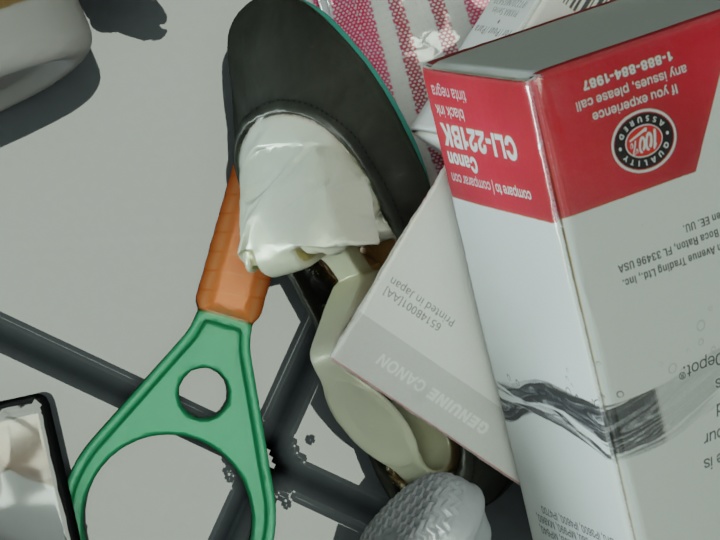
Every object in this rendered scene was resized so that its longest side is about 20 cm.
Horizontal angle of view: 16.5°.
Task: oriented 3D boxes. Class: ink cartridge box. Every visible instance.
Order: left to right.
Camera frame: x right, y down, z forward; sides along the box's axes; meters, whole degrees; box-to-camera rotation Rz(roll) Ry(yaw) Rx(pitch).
[{"bbox_3d":[0.100,0.002,0.883,0.199,0.045,0.177,35,84,-23],"label":"ink cartridge box"},{"bbox_3d":[0.119,0.010,0.822,0.143,0.084,0.201,-19,104,-21],"label":"ink cartridge box"}]

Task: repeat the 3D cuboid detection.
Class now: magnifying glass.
[{"bbox_3d":[-0.056,0.037,0.916,0.079,0.022,0.202,16,89,-3],"label":"magnifying glass"}]

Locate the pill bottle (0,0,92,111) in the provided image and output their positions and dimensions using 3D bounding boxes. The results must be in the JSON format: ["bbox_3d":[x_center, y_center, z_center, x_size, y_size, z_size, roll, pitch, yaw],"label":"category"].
[{"bbox_3d":[-0.182,-0.145,0.864,0.114,0.114,0.201,-24,90,-5],"label":"pill bottle"}]

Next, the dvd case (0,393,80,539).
[{"bbox_3d":[-0.193,0.136,0.892,0.198,0.018,0.144,-13,89,1],"label":"dvd case"}]

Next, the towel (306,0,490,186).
[{"bbox_3d":[0.084,-0.099,0.926,0.199,0.030,0.147,-18,90,-5],"label":"towel"}]

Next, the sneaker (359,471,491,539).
[{"bbox_3d":[0.037,0.170,0.877,0.114,0.075,0.201,16,108,-8],"label":"sneaker"}]

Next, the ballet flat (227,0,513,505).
[{"bbox_3d":[0.000,0.000,0.876,0.068,0.068,0.201,-21,101,37],"label":"ballet flat"}]

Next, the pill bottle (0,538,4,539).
[{"bbox_3d":[-0.143,0.196,0.827,0.110,0.111,0.201,25,91,-3],"label":"pill bottle"}]
